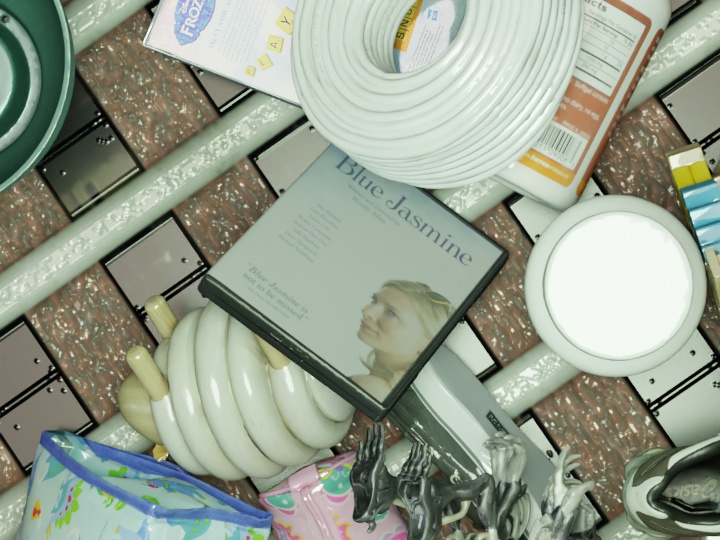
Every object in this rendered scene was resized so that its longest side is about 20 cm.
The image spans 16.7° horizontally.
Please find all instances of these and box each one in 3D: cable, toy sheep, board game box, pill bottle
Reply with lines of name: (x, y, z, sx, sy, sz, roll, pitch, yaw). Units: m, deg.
cable: (0.048, -0.154, 1.549, 0.200, 0.069, 0.200, 37, 97, 38)
toy sheep: (-0.069, 0.071, 1.602, 0.200, 0.138, 0.138, -11, 88, 25)
board game box: (-0.018, -0.206, 1.650, 0.199, 0.041, 0.200, 22, 91, 4)
pill bottle: (0.160, 0.010, 1.551, 0.114, 0.200, 0.115, 0, 89, 4)
pill bottle: (0.133, -0.149, 1.602, 0.112, 0.112, 0.200, 27, 90, 5)

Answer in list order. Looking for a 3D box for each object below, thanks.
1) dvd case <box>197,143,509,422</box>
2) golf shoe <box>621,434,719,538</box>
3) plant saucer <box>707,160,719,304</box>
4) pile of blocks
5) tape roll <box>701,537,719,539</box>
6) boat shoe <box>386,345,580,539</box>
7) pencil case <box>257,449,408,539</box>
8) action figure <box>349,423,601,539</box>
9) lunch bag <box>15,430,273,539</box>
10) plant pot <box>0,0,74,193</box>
dvd case: (0.000, 0.000, 1.584, 0.143, 0.200, 0.018, 36, 131, 4)
golf shoe: (0.263, 0.130, 1.525, 0.199, 0.094, 0.078, -15, 86, 3)
plant saucer: (0.313, -0.032, 1.573, 0.200, 0.029, 0.201, -14, 60, 25)
pile of blocks: (0.246, -0.008, 1.533, 0.062, 0.082, 0.200, -18, 59, 4)
tape roll: (0.323, 0.166, 1.600, 0.202, 0.071, 0.203, 0, 88, 4)
boat shoe: (0.088, 0.139, 1.628, 0.057, 0.069, 0.200, -39, 86, 24)
pencil case: (0.006, 0.220, 1.618, 0.087, 0.087, 0.200, -23, 86, 4)
action figure: (0.097, 0.151, 1.521, 0.200, 0.119, 0.102, 25, 78, -31)
lunch bag: (-0.165, 0.208, 1.597, 0.200, 0.127, 0.171, 17, 93, 48)
plant pot: (-0.278, -0.132, 1.623, 0.200, 0.134, 0.201, 0, 89, 4)
